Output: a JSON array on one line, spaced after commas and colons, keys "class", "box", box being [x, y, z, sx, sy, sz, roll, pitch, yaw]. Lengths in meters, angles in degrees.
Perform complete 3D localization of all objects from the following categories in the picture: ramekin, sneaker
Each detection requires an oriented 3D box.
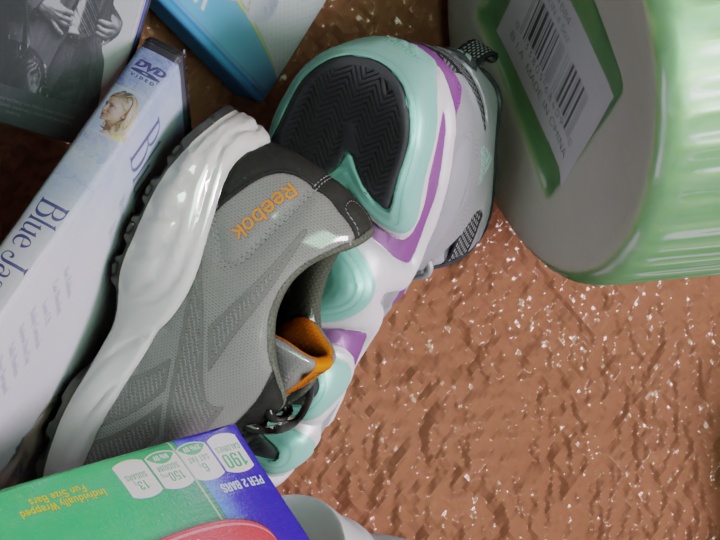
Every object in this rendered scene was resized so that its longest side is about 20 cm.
[{"class": "ramekin", "box": [0.111, -0.089, 1.069, 0.097, 0.200, 0.201, -10, 102, -22]}, {"class": "sneaker", "box": [-0.058, 0.045, 1.002, 0.074, 0.079, 0.201, -39, 154, -63]}, {"class": "sneaker", "box": [0.000, 0.000, 1.085, 0.200, 0.078, 0.140, -59, 161, 22]}]

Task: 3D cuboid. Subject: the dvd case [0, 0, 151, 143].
[{"class": "dvd case", "box": [-0.129, -0.152, 0.939, 0.150, 0.025, 0.201, 16, 109, -7]}]

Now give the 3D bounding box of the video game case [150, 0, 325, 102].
[{"class": "video game case", "box": [-0.024, -0.181, 1.048, 0.200, 0.018, 0.143, -58, 141, -11]}]

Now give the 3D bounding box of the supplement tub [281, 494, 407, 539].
[{"class": "supplement tub", "box": [0.014, 0.190, 1.074, 0.200, 0.145, 0.145, 42, 75, -28]}]

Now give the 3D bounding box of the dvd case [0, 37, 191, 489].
[{"class": "dvd case", "box": [-0.113, 0.033, 0.975, 0.200, 0.017, 0.143, -58, 165, -25]}]

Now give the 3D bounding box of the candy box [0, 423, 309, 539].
[{"class": "candy box", "box": [-0.066, 0.162, 0.891, 0.169, 0.077, 0.200, -14, 61, -41]}]
